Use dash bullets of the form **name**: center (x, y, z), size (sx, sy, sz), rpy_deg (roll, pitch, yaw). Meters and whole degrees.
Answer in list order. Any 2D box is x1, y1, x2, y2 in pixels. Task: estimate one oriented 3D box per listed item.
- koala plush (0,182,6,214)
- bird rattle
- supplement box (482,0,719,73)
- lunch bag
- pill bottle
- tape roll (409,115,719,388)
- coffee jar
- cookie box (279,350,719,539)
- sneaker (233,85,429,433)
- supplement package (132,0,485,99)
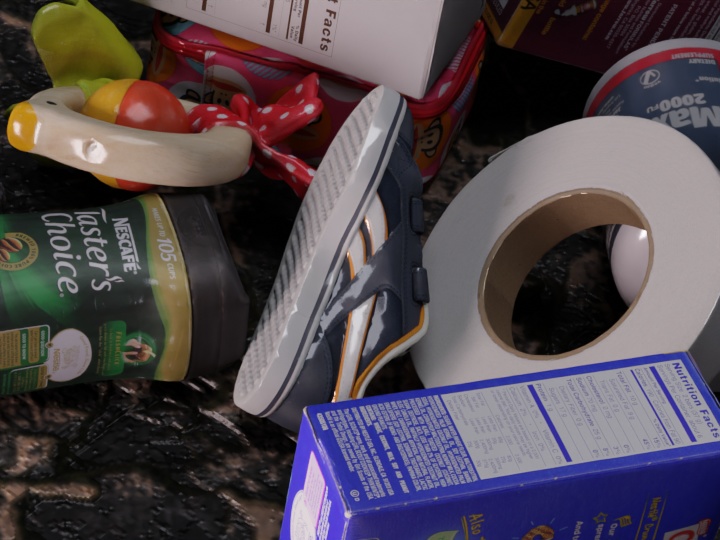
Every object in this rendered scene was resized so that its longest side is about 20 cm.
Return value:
- **koala plush**: center (-0.277, -0.112, 1.428), size (0.177, 0.201, 0.184), rpy_deg (-20, 48, -30)
- **bird rattle**: center (-0.116, -0.073, 1.465), size (0.199, 0.113, 0.163), rpy_deg (24, 20, 12)
- **supplement box**: center (0.172, -0.184, 1.631), size (0.199, 0.086, 0.111), rpy_deg (11, 36, -29)
- **lunch bag**: center (-0.021, -0.140, 1.603), size (0.199, 0.082, 0.176), rpy_deg (17, 37, 8)
- **pill bottle**: center (0.199, -0.031, 1.481), size (0.119, 0.120, 0.200), rpy_deg (2, 41, -8)
- **tape roll**: center (0.118, 0.008, 1.396), size (0.202, 0.037, 0.203), rpy_deg (-19, 51, 25)
- **coffee jar**: center (-0.164, 0.015, 1.390), size (0.199, 0.086, 0.104), rpy_deg (-6, 43, -18)
- **cookie box**: center (0.066, 0.132, 1.232), size (0.199, 0.172, 0.075), rpy_deg (-7, 46, -19)
- **sneaker**: center (0.000, 0.000, 1.409), size (0.079, 0.078, 0.201), rpy_deg (26, 73, -16)
- **supplement package**: center (-0.025, -0.207, 1.520), size (0.199, 0.120, 0.121), rpy_deg (19, 36, 11)
